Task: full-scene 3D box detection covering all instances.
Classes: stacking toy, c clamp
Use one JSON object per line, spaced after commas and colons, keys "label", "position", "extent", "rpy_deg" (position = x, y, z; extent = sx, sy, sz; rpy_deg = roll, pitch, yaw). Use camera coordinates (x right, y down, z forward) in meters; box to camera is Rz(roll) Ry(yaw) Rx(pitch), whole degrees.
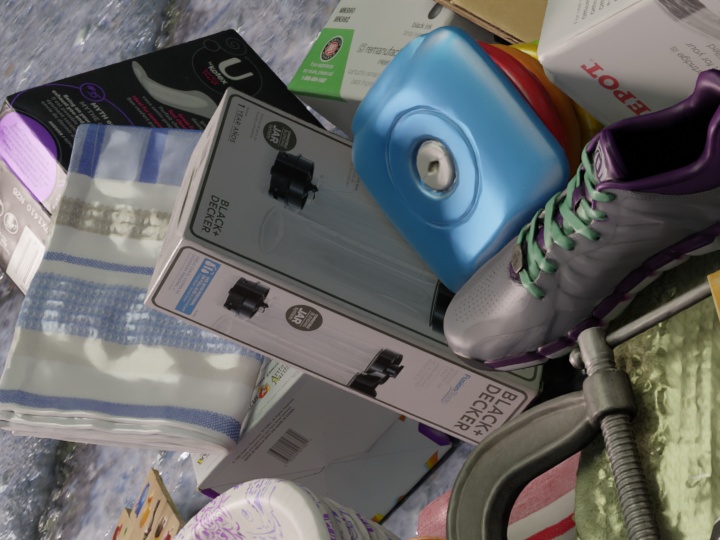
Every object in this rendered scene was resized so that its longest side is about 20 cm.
{"label": "stacking toy", "position": [0.101, -0.081, 1.112], "extent": [0.200, 0.110, 0.116], "rpy_deg": [-24, -20, -42]}
{"label": "c clamp", "position": [0.102, 0.118, 0.933], "extent": [0.170, 0.027, 0.201], "rpy_deg": [-28, 55, 34]}

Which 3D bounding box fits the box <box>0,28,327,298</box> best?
{"label": "box", "position": [-0.130, -0.056, 1.340], "extent": [0.200, 0.122, 0.106], "rpy_deg": [-23, -25, -44]}

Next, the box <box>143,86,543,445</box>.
{"label": "box", "position": [0.000, 0.000, 1.111], "extent": [0.060, 0.199, 0.117], "rpy_deg": [124, 164, -45]}

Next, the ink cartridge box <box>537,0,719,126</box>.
{"label": "ink cartridge box", "position": [0.204, -0.124, 1.001], "extent": [0.200, 0.145, 0.084], "rpy_deg": [-26, 39, 43]}

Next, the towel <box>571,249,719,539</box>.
{"label": "towel", "position": [0.162, 0.041, 0.962], "extent": [0.148, 0.036, 0.201], "rpy_deg": [-13, 56, 37]}

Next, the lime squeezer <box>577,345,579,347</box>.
{"label": "lime squeezer", "position": [0.154, 0.017, 1.058], "extent": [0.200, 0.038, 0.071], "rpy_deg": [-31, 4, 38]}

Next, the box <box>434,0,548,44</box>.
{"label": "box", "position": [0.137, -0.214, 1.225], "extent": [0.163, 0.021, 0.200], "rpy_deg": [31, 85, 19]}

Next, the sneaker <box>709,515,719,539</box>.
{"label": "sneaker", "position": [0.227, 0.094, 0.826], "extent": [0.199, 0.076, 0.077], "rpy_deg": [-12, 43, 39]}

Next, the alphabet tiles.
{"label": "alphabet tiles", "position": [-0.147, 0.205, 1.260], "extent": [0.200, 0.008, 0.168], "rpy_deg": [-153, 86, -78]}

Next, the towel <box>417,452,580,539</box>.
{"label": "towel", "position": [0.076, 0.167, 1.019], "extent": [0.144, 0.023, 0.201], "rpy_deg": [-36, 34, 33]}

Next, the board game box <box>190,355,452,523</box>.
{"label": "board game box", "position": [-0.037, 0.052, 1.226], "extent": [0.105, 0.103, 0.200], "rpy_deg": [-47, 30, 17]}

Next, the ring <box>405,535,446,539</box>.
{"label": "ring", "position": [0.008, 0.224, 1.037], "extent": [0.200, 0.019, 0.201], "rpy_deg": [-42, 31, 33]}

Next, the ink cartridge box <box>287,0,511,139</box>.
{"label": "ink cartridge box", "position": [0.063, -0.169, 1.327], "extent": [0.201, 0.084, 0.146], "rpy_deg": [-60, 29, -9]}

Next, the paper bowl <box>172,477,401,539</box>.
{"label": "paper bowl", "position": [-0.038, 0.207, 0.998], "extent": [0.201, 0.104, 0.201], "rpy_deg": [-42, 31, 33]}

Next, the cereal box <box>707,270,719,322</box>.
{"label": "cereal box", "position": [0.240, 0.003, 0.840], "extent": [0.199, 0.040, 0.144], "rpy_deg": [-26, 23, 14]}

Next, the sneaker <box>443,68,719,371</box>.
{"label": "sneaker", "position": [0.104, -0.029, 0.966], "extent": [0.200, 0.087, 0.075], "rpy_deg": [-33, 47, 23]}

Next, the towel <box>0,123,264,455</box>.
{"label": "towel", "position": [-0.114, 0.006, 1.175], "extent": [0.146, 0.024, 0.201], "rpy_deg": [5, 61, 16]}
